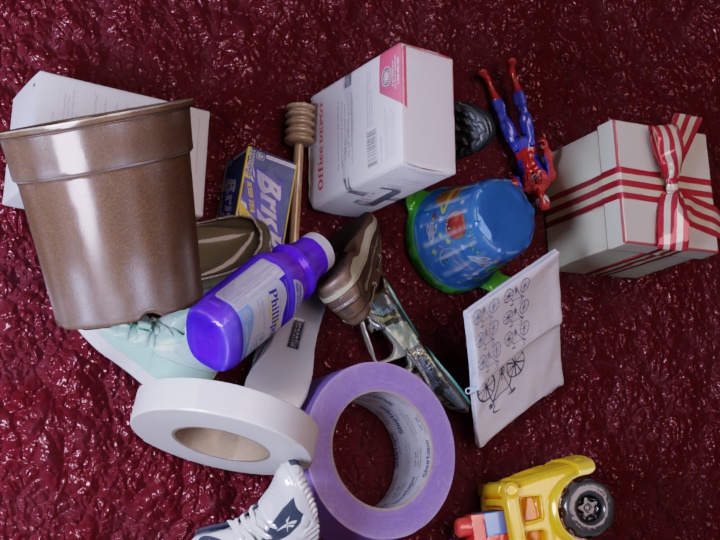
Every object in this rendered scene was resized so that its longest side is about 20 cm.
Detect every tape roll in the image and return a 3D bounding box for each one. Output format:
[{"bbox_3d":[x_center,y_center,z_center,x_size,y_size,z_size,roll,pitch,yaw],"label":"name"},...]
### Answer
[{"bbox_3d":[0.005,0.211,1.684,0.198,0.085,0.203,8,74,-28],"label":"tape roll"},{"bbox_3d":[-0.143,0.166,1.538,0.201,0.202,0.038,22,64,-24],"label":"tape roll"}]

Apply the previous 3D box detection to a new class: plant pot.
[{"bbox_3d":[-0.244,-0.055,1.445,0.198,0.199,0.201,-15,101,-32],"label":"plant pot"}]

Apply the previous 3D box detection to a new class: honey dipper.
[{"bbox_3d":[-0.078,-0.099,1.747,0.038,0.038,0.203,10,77,-28],"label":"honey dipper"}]

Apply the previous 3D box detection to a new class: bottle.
[{"bbox_3d":[-0.103,0.026,1.564,0.065,0.084,0.200,25,41,26],"label":"bottle"}]

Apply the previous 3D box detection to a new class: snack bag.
[{"bbox_3d":[0.191,0.098,1.789,0.188,0.021,0.202,-31,126,-40],"label":"snack bag"}]

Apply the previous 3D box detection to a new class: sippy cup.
[{"bbox_3d":[0.144,-0.051,1.806,0.176,0.130,0.142,11,72,-28],"label":"sippy cup"}]

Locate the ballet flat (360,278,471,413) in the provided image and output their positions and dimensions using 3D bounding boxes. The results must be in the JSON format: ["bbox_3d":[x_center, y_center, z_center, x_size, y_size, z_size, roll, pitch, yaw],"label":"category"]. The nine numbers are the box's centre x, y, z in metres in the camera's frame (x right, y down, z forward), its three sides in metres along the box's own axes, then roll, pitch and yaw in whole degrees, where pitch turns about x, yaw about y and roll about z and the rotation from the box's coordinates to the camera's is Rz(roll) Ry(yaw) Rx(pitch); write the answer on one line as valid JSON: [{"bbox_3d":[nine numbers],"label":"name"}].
[{"bbox_3d":[0.053,0.104,1.760,0.074,0.074,0.201,-39,97,-32],"label":"ballet flat"}]

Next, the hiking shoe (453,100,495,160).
[{"bbox_3d":[0.110,-0.175,1.775,0.086,0.199,0.075,-18,100,-29],"label":"hiking shoe"}]

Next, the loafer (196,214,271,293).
[{"bbox_3d":[-0.191,-0.012,1.588,0.198,0.070,0.076,-20,71,-7],"label":"loafer"}]

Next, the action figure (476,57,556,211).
[{"bbox_3d":[0.206,-0.173,1.897,0.065,0.099,0.202,-20,89,8],"label":"action figure"}]

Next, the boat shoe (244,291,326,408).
[{"bbox_3d":[-0.090,0.102,1.666,0.071,0.066,0.202,16,63,-7],"label":"boat shoe"}]

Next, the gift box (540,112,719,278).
[{"bbox_3d":[0.366,-0.097,1.918,0.198,0.186,0.187,-1,78,-30],"label":"gift box"}]

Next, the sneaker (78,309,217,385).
[{"bbox_3d":[-0.225,0.051,1.571,0.200,0.074,0.118,41,90,-25],"label":"sneaker"}]

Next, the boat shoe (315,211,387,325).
[{"bbox_3d":[-0.005,0.003,1.704,0.075,0.074,0.203,52,25,-14],"label":"boat shoe"}]

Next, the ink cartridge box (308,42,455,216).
[{"bbox_3d":[0.022,-0.159,1.721,0.084,0.199,0.148,9,73,-34],"label":"ink cartridge box"}]

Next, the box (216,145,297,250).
[{"bbox_3d":[-0.129,-0.034,1.679,0.069,0.064,0.203,18,68,-26],"label":"box"}]

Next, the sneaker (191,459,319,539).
[{"bbox_3d":[-0.119,0.283,1.545,0.128,0.200,0.080,-11,54,-21],"label":"sneaker"}]

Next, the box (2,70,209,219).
[{"bbox_3d":[-0.275,-0.123,1.595,0.198,0.097,0.126,11,73,-28],"label":"box"}]

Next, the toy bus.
[{"bbox_3d":[0.204,0.336,1.752,0.189,0.136,0.203,-9,84,-19],"label":"toy bus"}]
